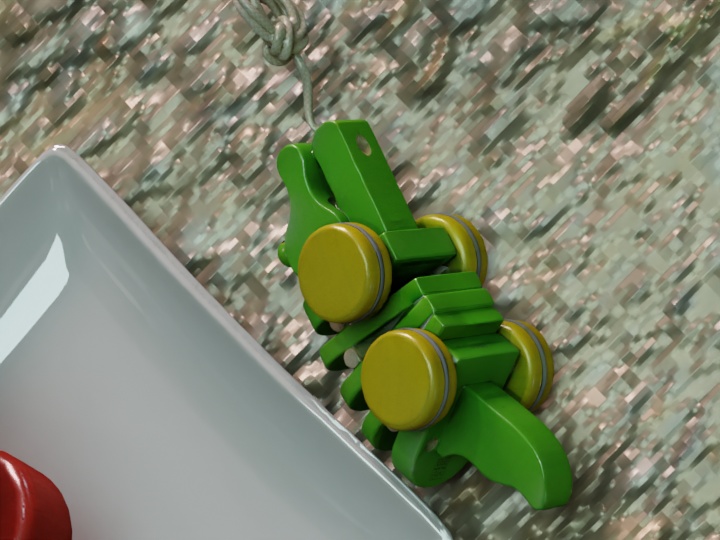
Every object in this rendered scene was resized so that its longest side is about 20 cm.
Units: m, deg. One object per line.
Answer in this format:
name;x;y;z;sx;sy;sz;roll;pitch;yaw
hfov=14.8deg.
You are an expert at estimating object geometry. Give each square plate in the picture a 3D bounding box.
square plate;-0.098;0.095;0.884;0.200;0.028;0.198;-47;68;3

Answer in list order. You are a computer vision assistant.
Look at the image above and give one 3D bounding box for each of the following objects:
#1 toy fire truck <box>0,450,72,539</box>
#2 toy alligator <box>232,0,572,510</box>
toy fire truck;-0.196;0.105;0.847;0.167;0.112;0.201;8;71;42
toy alligator;0.000;0.000;0.860;0.054;0.059;0.200;-46;65;33
